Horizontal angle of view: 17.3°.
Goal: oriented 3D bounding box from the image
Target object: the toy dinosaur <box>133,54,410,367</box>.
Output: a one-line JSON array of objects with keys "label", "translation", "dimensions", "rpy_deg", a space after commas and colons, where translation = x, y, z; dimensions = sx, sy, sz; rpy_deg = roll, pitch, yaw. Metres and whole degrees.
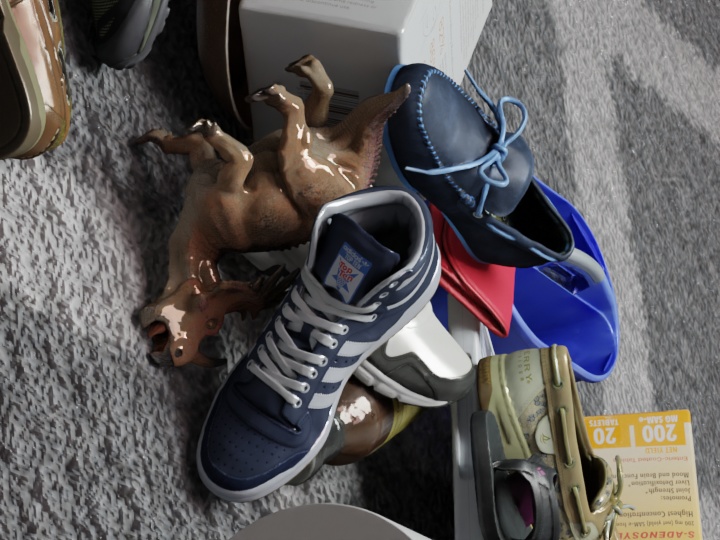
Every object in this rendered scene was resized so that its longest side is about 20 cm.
[{"label": "toy dinosaur", "translation": [-0.048, -0.038, 1.373], "dimensions": [0.136, 0.199, 0.086], "rpy_deg": [63, 5, -11]}]

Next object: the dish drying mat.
[{"label": "dish drying mat", "translation": [0.077, -0.041, 1.568], "dimensions": [0.077, 0.018, 0.201], "rpy_deg": [42, 29, -22]}]

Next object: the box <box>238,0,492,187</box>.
[{"label": "box", "translation": [0.008, -0.169, 1.502], "dimensions": [0.153, 0.106, 0.201], "rpy_deg": [86, 20, -47]}]

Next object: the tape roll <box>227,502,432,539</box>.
[{"label": "tape roll", "translation": [0.004, 0.236, 1.249], "dimensions": [0.139, 0.202, 0.204], "rpy_deg": [29, 49, -51]}]

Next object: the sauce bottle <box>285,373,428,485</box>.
[{"label": "sauce bottle", "translation": [-0.005, 0.082, 1.473], "dimensions": [0.200, 0.064, 0.065], "rpy_deg": [-28, 98, -61]}]

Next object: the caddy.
[{"label": "caddy", "translation": [0.119, 0.007, 1.695], "dimensions": [0.200, 0.104, 0.142], "rpy_deg": [31, 49, -51]}]

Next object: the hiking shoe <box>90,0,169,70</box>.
[{"label": "hiking shoe", "translation": [-0.164, -0.216, 1.371], "dimensions": [0.100, 0.076, 0.202], "rpy_deg": [-4, 92, -25]}]

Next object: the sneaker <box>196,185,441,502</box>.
[{"label": "sneaker", "translation": [-0.026, 0.036, 1.341], "dimensions": [0.200, 0.070, 0.109], "rpy_deg": [-50, 166, -16]}]

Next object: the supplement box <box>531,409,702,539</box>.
[{"label": "supplement box", "translation": [0.173, 0.199, 1.632], "dimensions": [0.074, 0.125, 0.201], "rpy_deg": [82, 5, -54]}]

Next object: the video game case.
[{"label": "video game case", "translation": [0.084, 0.138, 1.563], "dimensions": [0.200, 0.023, 0.183], "rpy_deg": [70, 17, -59]}]

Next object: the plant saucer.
[{"label": "plant saucer", "translation": [-0.063, -0.188, 1.484], "dimensions": [0.200, 0.032, 0.202], "rpy_deg": [10, 90, -78]}]

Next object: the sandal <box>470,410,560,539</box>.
[{"label": "sandal", "translation": [0.103, 0.151, 1.450], "dimensions": [0.201, 0.048, 0.076], "rpy_deg": [69, 16, -47]}]

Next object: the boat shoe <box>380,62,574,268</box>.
[{"label": "boat shoe", "translation": [0.078, -0.067, 1.434], "dimensions": [0.200, 0.068, 0.085], "rpy_deg": [40, 63, -55]}]

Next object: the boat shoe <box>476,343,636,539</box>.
[{"label": "boat shoe", "translation": [0.135, 0.129, 1.517], "dimensions": [0.074, 0.062, 0.200], "rpy_deg": [-90, 157, -47]}]

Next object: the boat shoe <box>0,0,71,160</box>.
[{"label": "boat shoe", "translation": [-0.202, -0.157, 1.263], "dimensions": [0.068, 0.071, 0.201], "rpy_deg": [-17, 98, -66]}]

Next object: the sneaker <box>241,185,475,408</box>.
[{"label": "sneaker", "translation": [0.000, 0.000, 1.442], "dimensions": [0.200, 0.080, 0.074], "rpy_deg": [44, 26, -2]}]
